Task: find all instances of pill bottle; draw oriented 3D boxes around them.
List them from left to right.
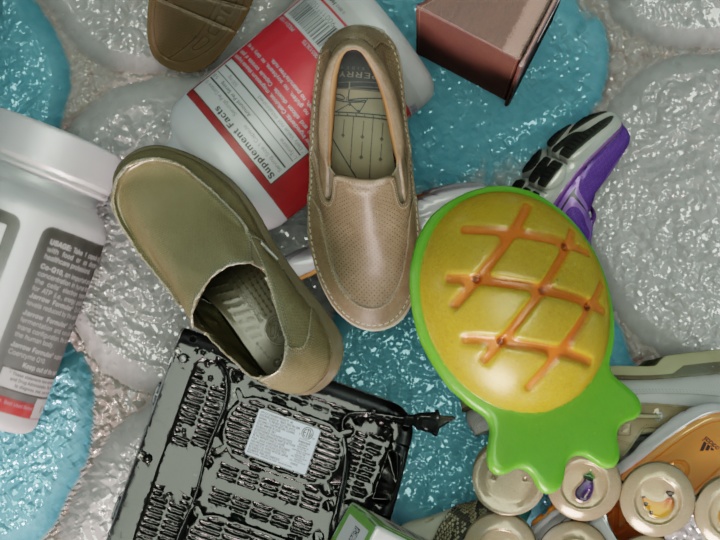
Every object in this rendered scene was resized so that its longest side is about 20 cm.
[{"bbox_3d":[-0.241,-0.001,1.338,0.113,0.114,0.201,21,88,0],"label":"pill bottle"},{"bbox_3d":[-0.057,-0.101,1.343,0.200,0.112,0.112,-40,89,-1],"label":"pill bottle"}]

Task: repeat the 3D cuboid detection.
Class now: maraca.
[{"bbox_3d":[0.107,0.042,1.274,0.136,0.107,0.201,-20,86,-15],"label":"maraca"}]

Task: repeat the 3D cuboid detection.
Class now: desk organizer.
[{"bbox_3d":[0.085,-0.170,1.304,0.077,0.200,0.072,28,89,2],"label":"desk organizer"}]

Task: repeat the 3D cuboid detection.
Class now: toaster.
[{"bbox_3d":[-0.061,0.150,1.332,0.199,0.119,0.182,19,89,0],"label":"toaster"}]

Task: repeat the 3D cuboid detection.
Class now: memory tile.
[{"bbox_3d":[0.165,0.195,1.298,0.198,0.017,0.154,9,98,5],"label":"memory tile"}]

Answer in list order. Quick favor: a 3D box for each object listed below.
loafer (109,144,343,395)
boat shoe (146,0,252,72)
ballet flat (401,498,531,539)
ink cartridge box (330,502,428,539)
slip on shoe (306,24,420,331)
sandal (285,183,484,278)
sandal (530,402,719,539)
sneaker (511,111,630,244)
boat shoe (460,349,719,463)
[{"bbox_3d":[-0.089,-0.003,1.254,0.200,0.067,0.076,45,103,11],"label":"loafer"},{"bbox_3d":[-0.098,-0.237,1.373,0.071,0.065,0.201,18,106,-8],"label":"boat shoe"},{"bbox_3d":[0.040,0.220,1.349,0.075,0.068,0.201,26,70,22],"label":"ballet flat"},{"bbox_3d":[-0.002,0.262,1.253,0.103,0.059,0.201,28,89,-21],"label":"ink cartridge box"},{"bbox_3d":[0.002,-0.056,1.268,0.075,0.061,0.202,1,102,2],"label":"slip on shoe"},{"bbox_3d":[0.000,-0.001,1.357,0.206,0.079,0.060,-24,94,5],"label":"sandal"},{"bbox_3d":[0.183,0.173,1.331,0.079,0.059,0.207,36,109,-28],"label":"sandal"},{"bbox_3d":[0.136,-0.017,1.372,0.083,0.081,0.201,26,97,-13],"label":"sneaker"},{"bbox_3d":[0.171,0.100,1.358,0.198,0.075,0.069,-8,84,-1],"label":"boat shoe"}]
